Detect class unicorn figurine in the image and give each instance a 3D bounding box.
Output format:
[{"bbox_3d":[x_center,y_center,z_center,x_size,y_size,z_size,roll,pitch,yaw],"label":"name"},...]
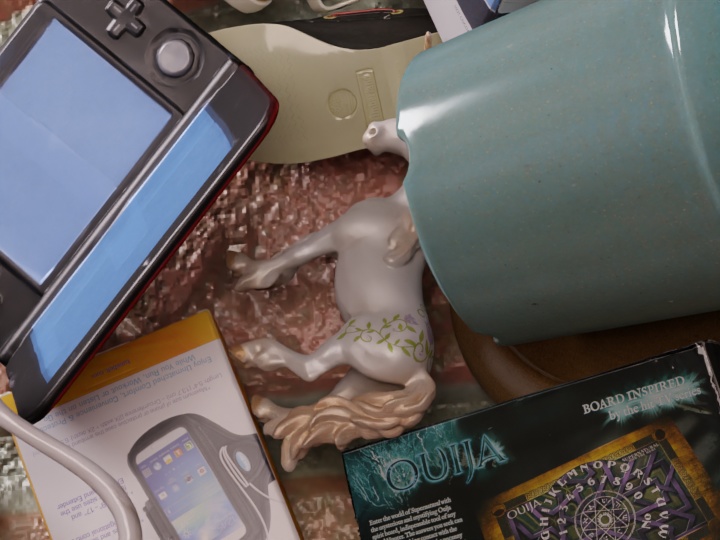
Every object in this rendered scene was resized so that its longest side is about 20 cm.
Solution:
[{"bbox_3d":[0.000,0.000,1.340,0.137,0.074,0.200,-16,71,15],"label":"unicorn figurine"}]

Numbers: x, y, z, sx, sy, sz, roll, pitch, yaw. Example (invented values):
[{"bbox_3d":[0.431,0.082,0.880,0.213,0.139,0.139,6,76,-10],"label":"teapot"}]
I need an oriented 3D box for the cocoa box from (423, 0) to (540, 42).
[{"bbox_3d":[0.090,-0.217,1.338,0.133,0.131,0.200,-9,58,-24],"label":"cocoa box"}]

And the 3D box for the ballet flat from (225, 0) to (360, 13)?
[{"bbox_3d":[-0.038,-0.170,1.384,0.200,0.067,0.070,-5,77,-24],"label":"ballet flat"}]

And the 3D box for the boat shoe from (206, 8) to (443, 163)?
[{"bbox_3d":[-0.008,-0.099,1.393,0.201,0.063,0.074,-4,102,8],"label":"boat shoe"}]

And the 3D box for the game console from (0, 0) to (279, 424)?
[{"bbox_3d":[-0.149,-0.048,1.325,0.172,0.119,0.200,39,94,12],"label":"game console"}]

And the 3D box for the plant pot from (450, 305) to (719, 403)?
[{"bbox_3d":[0.136,-0.007,1.331,0.200,0.027,0.200,-8,67,19],"label":"plant pot"}]

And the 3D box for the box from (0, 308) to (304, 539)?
[{"bbox_3d":[-0.094,0.133,1.339,0.119,0.041,0.200,-22,73,0],"label":"box"}]

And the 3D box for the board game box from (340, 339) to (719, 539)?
[{"bbox_3d":[0.095,0.125,1.273,0.200,0.028,0.135,-18,75,23],"label":"board game box"}]

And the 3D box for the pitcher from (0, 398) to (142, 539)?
[{"bbox_3d":[-0.207,0.086,1.235,0.171,0.121,0.200,-20,75,-11],"label":"pitcher"}]

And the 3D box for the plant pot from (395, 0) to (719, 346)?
[{"bbox_3d":[0.134,-0.058,1.230,0.196,0.200,0.200,-17,70,23],"label":"plant pot"}]
